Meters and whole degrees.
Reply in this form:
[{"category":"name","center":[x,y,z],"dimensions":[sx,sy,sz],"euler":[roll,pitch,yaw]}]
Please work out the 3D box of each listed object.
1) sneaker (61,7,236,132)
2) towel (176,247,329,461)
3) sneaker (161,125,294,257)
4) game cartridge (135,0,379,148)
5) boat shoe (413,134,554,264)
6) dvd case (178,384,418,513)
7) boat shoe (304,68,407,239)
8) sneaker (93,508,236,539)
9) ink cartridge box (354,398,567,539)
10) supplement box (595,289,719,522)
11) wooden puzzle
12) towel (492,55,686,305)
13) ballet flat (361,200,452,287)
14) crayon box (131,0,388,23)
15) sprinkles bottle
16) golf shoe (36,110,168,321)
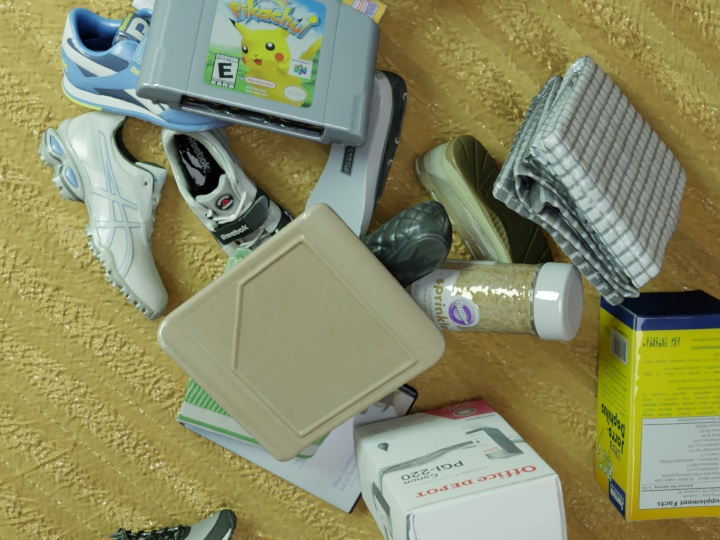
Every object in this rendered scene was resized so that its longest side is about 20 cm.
[{"category":"sneaker","center":[-0.175,-0.178,0.989],"dimensions":[0.196,0.074,0.083],"euler":[10,132,9]},{"category":"towel","center":[-0.077,0.085,1.053],"dimensions":[0.150,0.024,0.202],"euler":[20,120,-8]},{"category":"sneaker","center":[-0.120,-0.056,1.041],"dimensions":[0.074,0.089,0.201],"euler":[-37,102,10]},{"category":"game cartridge","center":[-0.083,-0.186,0.965],"dimensions":[0.197,0.041,0.135],"euler":[11,63,-11]},{"category":"boat shoe","center":[0.124,-0.033,1.088],"dimensions":[0.063,0.073,0.202],"euler":[-20,111,43]},{"category":"dvd case","center":[-0.060,0.135,1.119],"dimensions":[0.198,0.018,0.144],"euler":[29,97,-9]},{"category":"boat shoe","center":[0.000,-0.091,1.060],"dimensions":[0.068,0.056,0.203],"euler":[30,116,29]},{"category":"sneaker","center":[-0.212,0.284,1.107],"dimensions":[0.198,0.074,0.080],"euler":[-27,97,0]},{"category":"ink cartridge box","center":[0.086,0.202,1.042],"dimensions":[0.143,0.200,0.086],"euler":[-12,107,-11]},{"category":"supplement box","center":[0.298,0.129,1.105],"dimensions":[0.107,0.110,0.204],"euler":[-1,100,-5]},{"category":"wooden puzzle","center":[-0.052,0.058,1.005],"dimensions":[0.199,0.037,0.185],"euler":[-36,113,17]},{"category":"towel","center":[0.211,-0.081,1.020],"dimensions":[0.085,0.201,0.166],"euler":[-32,106,37]},{"category":"ballet flat","center":[0.000,0.000,1.039],"dimensions":[0.198,0.057,0.067],"euler":[-24,124,23]},{"category":"crayon box","center":[-0.091,-0.241,1.030],"dimensions":[0.198,0.052,0.127],"euler":[31,96,-9]},{"category":"sprinkles bottle","center":[0.103,0.024,1.042],"dimensions":[0.197,0.068,0.070],"euler":[3,102,28]},{"category":"golf shoe","center":[-0.213,-0.054,1.044],"dimensions":[0.096,0.078,0.202],"euler":[-27,103,-6]}]
